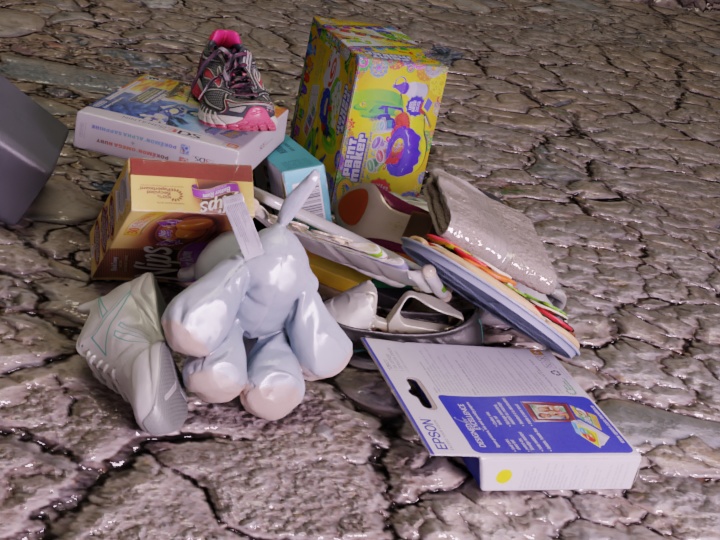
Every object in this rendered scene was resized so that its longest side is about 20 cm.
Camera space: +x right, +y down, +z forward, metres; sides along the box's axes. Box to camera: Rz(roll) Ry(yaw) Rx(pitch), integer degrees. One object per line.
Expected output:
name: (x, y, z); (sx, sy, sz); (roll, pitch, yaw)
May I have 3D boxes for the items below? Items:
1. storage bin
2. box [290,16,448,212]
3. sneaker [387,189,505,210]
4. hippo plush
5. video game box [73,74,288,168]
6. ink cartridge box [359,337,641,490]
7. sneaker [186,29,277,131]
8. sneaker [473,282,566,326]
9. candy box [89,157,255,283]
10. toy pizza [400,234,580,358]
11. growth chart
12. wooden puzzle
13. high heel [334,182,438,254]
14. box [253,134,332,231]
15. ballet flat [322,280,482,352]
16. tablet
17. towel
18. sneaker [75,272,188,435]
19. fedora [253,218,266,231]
storage bin: (-0.407, -0.131, 1.419); (0.134, 0.146, 0.200); (35, 16, -17)
box: (0.003, -0.198, 1.670); (0.122, 0.201, 0.193); (3, 24, -22)
sneaker: (0.099, -0.049, 1.524); (0.199, 0.074, 0.088); (-5, 23, -28)
hippo plush: (-0.114, 0.024, 1.140); (0.159, 0.201, 0.161); (-18, 15, -23)
video game box: (-0.192, -0.158, 1.435); (0.182, 0.047, 0.200); (17, 23, 6)
ink cartridge box: (0.116, 0.127, 1.157); (0.199, 0.047, 0.198); (2, 25, -19)
sneaker: (-0.141, -0.202, 1.409); (0.080, 0.075, 0.200); (2, 25, -23)
sneaker: (0.176, 0.016, 1.429); (0.099, 0.078, 0.200); (21, 27, -4)
candy box: (-0.184, -0.043, 1.242); (0.116, 0.057, 0.200); (2, -21, -22)
toy pizza: (0.126, 0.018, 1.225); (0.200, 0.032, 0.200); (34, -3, 2)
growth chart: (-0.010, -0.017, 1.245); (0.200, 0.018, 0.145); (20, -8, 10)
wooden puzzle: (0.000, 0.000, 1.408); (0.199, 0.037, 0.185); (17, 23, 14)
high heel: (0.051, -0.041, 1.427); (0.096, 0.068, 0.200); (28, 0, -36)
box: (-0.083, -0.099, 1.495); (0.049, 0.083, 0.200); (-12, 19, -13)
ballet flat: (0.024, 0.047, 1.266); (0.199, 0.069, 0.068); (7, 25, -10)
tablet: (-0.030, -0.042, 1.319); (0.200, 0.014, 0.130); (26, 1, -25)
towel: (0.131, -0.045, 1.337); (0.132, 0.035, 0.200); (27, 17, -13)
sneaker: (-0.195, 0.079, 1.103); (0.080, 0.071, 0.200); (-18, 33, -5)
fedora: (-0.182, -0.087, 1.449); (0.200, 0.092, 0.201); (10, 22, -4)
